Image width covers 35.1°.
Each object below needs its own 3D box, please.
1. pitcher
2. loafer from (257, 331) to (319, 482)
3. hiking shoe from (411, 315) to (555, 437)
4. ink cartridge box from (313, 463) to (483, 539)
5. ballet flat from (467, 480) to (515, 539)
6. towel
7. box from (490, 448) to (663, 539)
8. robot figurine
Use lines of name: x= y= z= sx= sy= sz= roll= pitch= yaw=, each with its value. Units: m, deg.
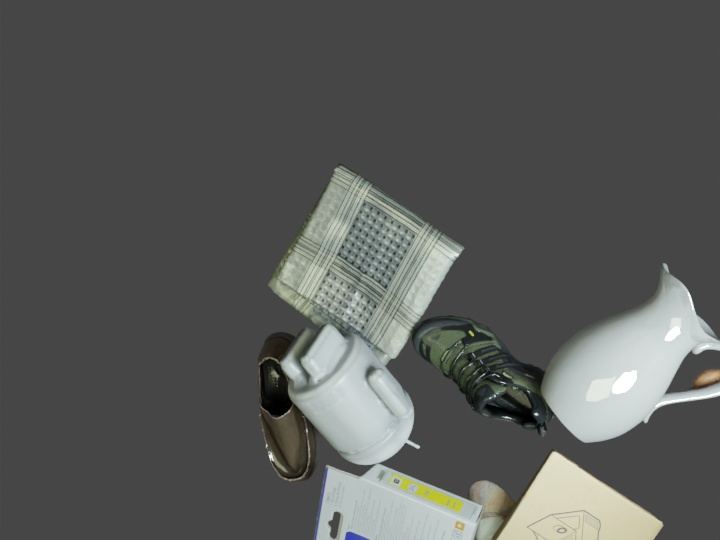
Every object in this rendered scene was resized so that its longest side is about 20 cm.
pitcher: x=0.320 y=0.117 z=1.292 sx=0.200 sy=0.121 sz=0.172 roll=-42 pitch=104 yaw=12
loafer: x=-0.105 y=0.184 z=1.470 sx=0.072 sy=0.071 sz=0.203 roll=-6 pitch=102 yaw=20
hiking shoe: x=0.146 y=0.121 z=1.351 sx=0.198 sy=0.101 sz=0.076 roll=28 pitch=110 yaw=10
ink cartridge box: x=0.041 y=0.341 z=1.452 sx=0.198 sy=0.047 sz=0.199 roll=22 pitch=128 yaw=15
ballet flat: x=0.185 y=0.360 z=1.419 sx=0.068 sy=0.067 sz=0.202 roll=-24 pitch=95 yaw=23
towel: x=0.000 y=0.000 z=1.406 sx=0.192 sy=0.035 sz=0.201 roll=35 pitch=113 yaw=7
box: x=0.242 y=0.341 z=1.374 sx=0.163 sy=0.021 sz=0.201 roll=33 pitch=96 yaw=-5
robot figurine: x=-0.011 y=0.157 z=1.393 sx=0.169 sy=0.113 sz=0.200 roll=-11 pitch=126 yaw=51
